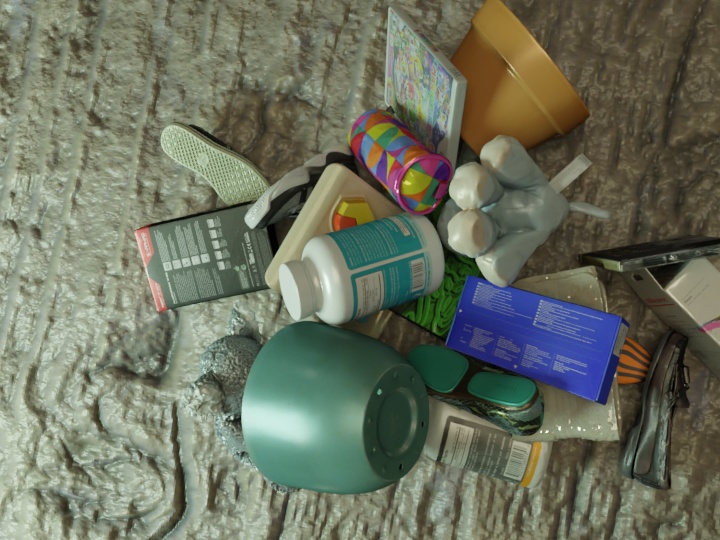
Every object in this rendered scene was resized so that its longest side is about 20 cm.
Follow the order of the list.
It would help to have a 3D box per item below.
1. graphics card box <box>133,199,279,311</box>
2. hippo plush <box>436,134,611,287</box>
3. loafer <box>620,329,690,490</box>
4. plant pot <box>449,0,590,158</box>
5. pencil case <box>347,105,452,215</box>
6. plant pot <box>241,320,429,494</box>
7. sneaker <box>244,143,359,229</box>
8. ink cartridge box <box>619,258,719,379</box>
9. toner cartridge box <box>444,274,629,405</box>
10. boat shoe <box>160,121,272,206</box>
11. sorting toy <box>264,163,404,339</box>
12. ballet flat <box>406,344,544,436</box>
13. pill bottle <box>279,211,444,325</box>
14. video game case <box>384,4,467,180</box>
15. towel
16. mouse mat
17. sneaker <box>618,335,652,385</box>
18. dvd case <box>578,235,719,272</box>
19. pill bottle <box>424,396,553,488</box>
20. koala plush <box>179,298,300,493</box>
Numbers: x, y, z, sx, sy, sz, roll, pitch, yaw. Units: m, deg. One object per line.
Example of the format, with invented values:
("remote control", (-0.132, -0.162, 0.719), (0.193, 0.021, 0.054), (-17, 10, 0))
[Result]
("graphics card box", (-0.217, -0.023, 0.929), (0.194, 0.051, 0.129), (-12, 101, 8))
("hippo plush", (0.169, -0.091, 0.804), (0.198, 0.160, 0.162), (-33, 108, -10))
("loafer", (0.398, 0.182, 0.822), (0.062, 0.071, 0.205), (19, 96, 41))
("plant pot", (0.187, -0.233, 0.842), (0.140, 0.199, 0.202), (-41, 81, 20))
("pencil case", (0.050, -0.149, 0.839), (0.086, 0.201, 0.090), (-9, 123, -15))
("plant pot", (-0.014, 0.167, 0.750), (0.158, 0.198, 0.207), (0, 85, 41))
("sneaker", (-0.060, -0.088, 0.883), (0.199, 0.075, 0.115), (-39, 96, -32))
("ink cartridge box", (0.433, 0.047, 0.811), (0.067, 0.116, 0.200), (-43, 82, 2))
("toner cartridge box", (0.203, 0.077, 0.750), (0.197, 0.043, 0.097), (17, 85, 39))
("boat shoe", (-0.204, -0.152, 0.947), (0.198, 0.062, 0.075), (35, 108, -5))
("sorting toy", (-0.007, -0.016, 0.871), (0.198, 0.036, 0.188), (32, 90, -29))
("ballet flat", (0.133, 0.147, 0.760), (0.198, 0.073, 0.076), (17, 88, 50))
("pill bottle", (0.000, 0.000, 0.797), (0.195, 0.111, 0.114), (-16, 83, -23))
("video game case", (0.079, -0.234, 0.833), (0.018, 0.145, 0.202), (-15, 49, -15))
("towel", (0.237, 0.101, 0.765), (0.130, 0.034, 0.206), (-12, 68, 35))
("mouse mat", (0.134, -0.007, 0.894), (0.158, 0.008, 0.204), (28, 90, -7))
("sneaker", (0.293, 0.100, 0.829), (0.195, 0.112, 0.080), (19, 88, 9))
("dvd case", (0.365, -0.023, 0.784), (0.144, 0.200, 0.016), (-10, 92, 7))
("pill bottle", (0.149, 0.203, 0.842), (0.195, 0.116, 0.120), (14, 88, 9))
("koala plush", (-0.146, 0.156, 0.829), (0.180, 0.202, 0.180), (10, 58, 32))
